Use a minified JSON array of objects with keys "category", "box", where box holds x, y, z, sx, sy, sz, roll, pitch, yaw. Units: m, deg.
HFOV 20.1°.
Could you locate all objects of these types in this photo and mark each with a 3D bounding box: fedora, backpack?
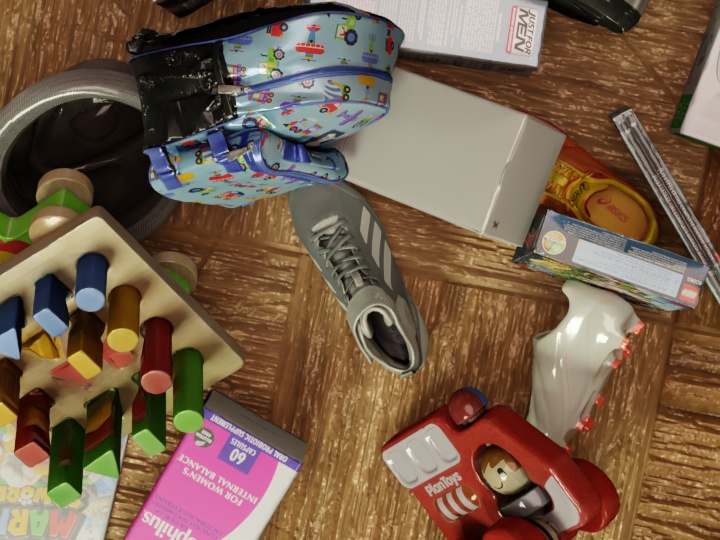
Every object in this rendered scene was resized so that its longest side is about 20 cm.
[{"category":"fedora","box":[-0.235,-0.106,1.732,0.177,0.090,0.200,28,121,-24]},{"category":"backpack","box":[-0.061,-0.138,1.629,0.200,0.183,0.135,-13,81,22]}]

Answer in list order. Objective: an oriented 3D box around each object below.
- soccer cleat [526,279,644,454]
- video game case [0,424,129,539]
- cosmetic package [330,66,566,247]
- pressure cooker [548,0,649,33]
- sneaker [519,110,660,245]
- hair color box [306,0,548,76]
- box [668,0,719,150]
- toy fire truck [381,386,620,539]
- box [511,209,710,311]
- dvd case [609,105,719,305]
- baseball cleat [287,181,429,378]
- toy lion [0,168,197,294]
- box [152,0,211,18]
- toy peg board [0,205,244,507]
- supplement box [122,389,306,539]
[{"category":"soccer cleat","box":[0.173,0.094,1.742,0.078,0.069,0.200,34,125,15]},{"category":"video game case","box":[-0.296,0.221,1.801,0.143,0.018,0.200,14,93,-1]},{"category":"cosmetic package","box":[0.056,-0.105,1.702,0.200,0.085,0.108,25,94,29]},{"category":"pressure cooker","box":[0.189,-0.319,1.690,0.176,0.179,0.200,26,93,-26]},{"category":"sneaker","box":[0.174,-0.083,1.749,0.200,0.077,0.073,28,95,1]},{"category":"hair color box","box":[0.055,-0.211,1.732,0.200,0.099,0.061,9,92,0]},{"category":"box","box":[0.390,-0.165,1.733,0.200,0.097,0.177,21,95,1]},{"category":"toy fire truck","box":[0.110,0.183,1.711,0.112,0.200,0.168,-38,89,-33]},{"category":"box","box":[0.204,-0.005,1.690,0.137,0.200,0.038,19,88,0]},{"category":"dvd case","box":[0.269,-0.049,1.715,0.022,0.146,0.200,-29,93,8]},{"category":"baseball cleat","box":[0.000,0.000,1.741,0.070,0.106,0.200,-34,90,7]},{"category":"toy lion","box":[-0.269,0.013,1.732,0.192,0.069,0.200,-33,125,28]},{"category":"box","box":[-0.133,-0.323,1.679,0.166,0.200,0.164,-31,93,3]},{"category":"toy peg board","box":[-0.231,0.084,1.671,0.200,0.098,0.199,-31,124,17]},{"category":"supplement box","box":[-0.140,0.218,1.758,0.101,0.103,0.200,30,95,-2]}]
